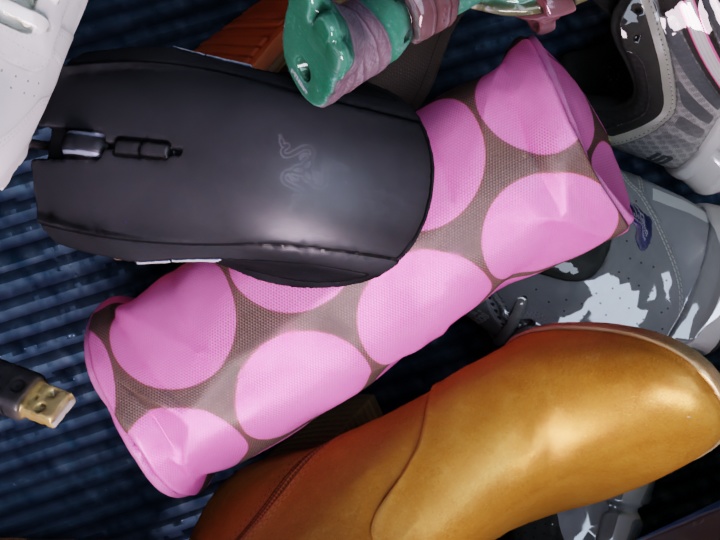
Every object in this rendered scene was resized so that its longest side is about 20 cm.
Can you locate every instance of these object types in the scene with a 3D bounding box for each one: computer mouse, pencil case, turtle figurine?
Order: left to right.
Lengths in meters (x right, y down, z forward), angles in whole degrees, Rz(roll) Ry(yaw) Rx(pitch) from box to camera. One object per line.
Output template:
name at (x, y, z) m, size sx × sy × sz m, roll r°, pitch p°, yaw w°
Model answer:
computer mouse at (-0.081, -0.012, 0.812) m, size 0.200 × 0.046 × 0.141 m, roll 14°, pitch 88°, yaw 22°
pencil case at (0.000, 0.000, 0.863) m, size 0.200 × 0.094 × 0.091 m, roll -30°, pitch 105°, yaw 6°
turtle figurine at (0.052, -0.127, 0.810) m, size 0.200 × 0.150 × 0.101 m, roll -25°, pitch 126°, yaw -20°

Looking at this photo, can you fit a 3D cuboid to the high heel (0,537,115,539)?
high heel at (-0.155, 0.086, 0.845) m, size 0.142 × 0.071 × 0.200 m, roll -33°, pitch 124°, yaw -6°

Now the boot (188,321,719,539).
boot at (0.020, 0.090, 0.827) m, size 0.071 × 0.201 × 0.144 m, roll 60°, pitch 43°, yaw -20°

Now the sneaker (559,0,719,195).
sneaker at (0.129, -0.114, 0.888) m, size 0.087 × 0.074 × 0.200 m, roll 12°, pitch 133°, yaw -11°

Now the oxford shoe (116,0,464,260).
oxford shoe at (-0.014, -0.069, 0.880) m, size 0.200 × 0.071 × 0.073 m, roll -48°, pitch 113°, yaw -8°

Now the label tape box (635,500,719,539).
label tape box at (0.166, 0.126, 0.941) m, size 0.143 × 0.066 × 0.200 m, roll -13°, pitch 102°, yaw -52°

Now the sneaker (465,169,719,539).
sneaker at (0.061, 0.046, 0.928) m, size 0.115 × 0.075 × 0.200 m, roll 28°, pitch 80°, yaw -14°

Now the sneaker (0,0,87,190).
sneaker at (-0.115, -0.106, 0.779) m, size 0.076 × 0.080 × 0.200 m, roll 28°, pitch 47°, yaw -19°
